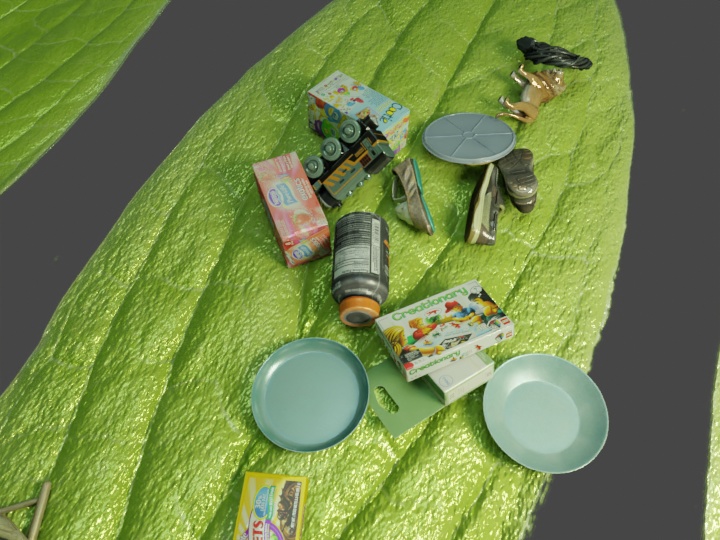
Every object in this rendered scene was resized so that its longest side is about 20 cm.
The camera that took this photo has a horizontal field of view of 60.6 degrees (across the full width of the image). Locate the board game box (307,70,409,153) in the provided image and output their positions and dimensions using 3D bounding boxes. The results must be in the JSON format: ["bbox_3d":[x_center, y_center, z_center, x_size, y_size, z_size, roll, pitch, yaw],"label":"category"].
[{"bbox_3d":[-0.006,-0.327,1.332,0.200,0.103,0.105,35,60,21],"label":"board game box"}]

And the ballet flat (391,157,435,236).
[{"bbox_3d":[0.101,-0.141,1.247,0.067,0.068,0.201,-19,51,12],"label":"ballet flat"}]

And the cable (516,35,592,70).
[{"bbox_3d":[0.454,-0.491,1.427,0.162,0.051,0.200,10,26,-17],"label":"cable"}]

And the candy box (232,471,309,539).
[{"bbox_3d":[-0.140,0.406,0.916,0.102,0.026,0.201,2,57,6],"label":"candy box"}]

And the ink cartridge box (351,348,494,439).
[{"bbox_3d":[0.101,0.168,1.031,0.199,0.048,0.146,-26,45,-17],"label":"ink cartridge box"}]

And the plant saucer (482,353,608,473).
[{"bbox_3d":[0.298,0.235,1.009,0.200,0.039,0.202,-1,57,1],"label":"plant saucer"}]

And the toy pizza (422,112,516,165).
[{"bbox_3d":[0.232,-0.278,1.325,0.199,0.032,0.201,-2,43,2],"label":"toy pizza"}]

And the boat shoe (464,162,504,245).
[{"bbox_3d":[0.254,-0.127,1.228,0.064,0.073,0.201,21,60,-2],"label":"boat shoe"}]

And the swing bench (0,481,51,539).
[{"bbox_3d":[-0.525,0.379,0.839,0.129,0.199,0.201,-15,58,-8],"label":"swing bench"}]

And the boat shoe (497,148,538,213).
[{"bbox_3d":[0.320,-0.184,1.257,0.074,0.074,0.200,-3,36,14],"label":"boat shoe"}]

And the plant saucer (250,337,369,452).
[{"bbox_3d":[-0.083,0.209,1.035,0.199,0.027,0.201,-3,57,4],"label":"plant saucer"}]

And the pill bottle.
[{"bbox_3d":[0.000,0.000,1.125,0.106,0.106,0.201,1,58,2],"label":"pill bottle"}]

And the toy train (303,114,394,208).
[{"bbox_3d":[-0.026,-0.215,1.231,0.200,0.085,0.114,-40,79,22],"label":"toy train"}]

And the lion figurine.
[{"bbox_3d":[0.383,-0.387,1.388,0.122,0.072,0.201,33,72,-11],"label":"lion figurine"}]

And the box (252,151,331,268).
[{"bbox_3d":[-0.135,-0.120,1.207,0.094,0.103,0.201,-19,60,-11],"label":"box"}]

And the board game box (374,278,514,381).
[{"bbox_3d":[0.140,0.097,1.038,0.199,0.035,0.126,-21,43,-12],"label":"board game box"}]
